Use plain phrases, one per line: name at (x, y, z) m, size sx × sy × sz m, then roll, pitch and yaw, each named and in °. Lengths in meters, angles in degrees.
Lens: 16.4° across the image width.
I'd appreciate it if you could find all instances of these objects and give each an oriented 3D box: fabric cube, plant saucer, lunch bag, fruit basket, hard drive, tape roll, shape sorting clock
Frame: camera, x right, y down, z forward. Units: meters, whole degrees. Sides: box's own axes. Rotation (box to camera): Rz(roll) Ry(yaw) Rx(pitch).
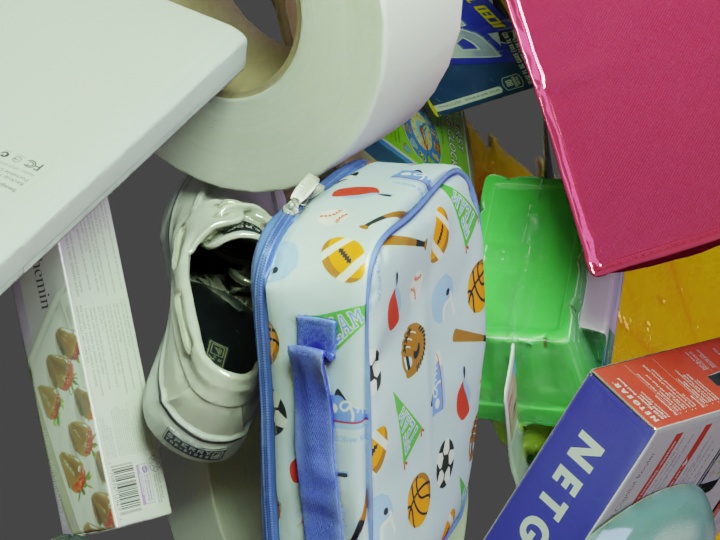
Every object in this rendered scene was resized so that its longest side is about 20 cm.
fabric cube at (0.199, -0.121, 1.274) m, size 0.199 × 0.196 × 0.201 m, roll -9°, pitch 82°, yaw -70°
plant saucer at (0.121, 0.197, 1.321) m, size 0.027 × 0.200 × 0.200 m, roll 43°, pitch 32°, yaw 26°
lunch bag at (0.001, 0.048, 1.161) m, size 0.160 × 0.075 × 0.201 m, roll -42°, pitch 134°, yaw -59°
fruit basket at (0.107, 0.047, 1.375) m, size 0.200 × 0.093 × 0.186 m, roll 68°, pitch 29°, yaw -50°
hard drive at (-0.158, -0.072, 1.119) m, size 0.200 × 0.132 × 0.026 m, roll -48°, pitch 153°, yaw -44°
tape roll at (-0.021, 0.102, 1.287) m, size 0.203 × 0.037 × 0.203 m, roll 17°, pitch 67°, yaw -46°
shape sorting clock at (0.007, -0.106, 1.350) m, size 0.200 × 0.039 × 0.200 m, roll 41°, pitch 37°, yaw -40°
tape roll at (-0.051, -0.143, 1.194) m, size 0.071 × 0.202 × 0.203 m, roll -33°, pitch 104°, yaw -47°

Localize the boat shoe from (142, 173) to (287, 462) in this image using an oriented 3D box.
boat shoe at (-0.062, 0.000, 1.205) m, size 0.072 × 0.066 × 0.200 m, roll 24°, pitch 40°, yaw -10°

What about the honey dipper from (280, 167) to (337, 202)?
honey dipper at (0.000, 0.000, 1.283) m, size 0.038 × 0.038 × 0.200 m, roll -14°, pitch 68°, yaw -49°

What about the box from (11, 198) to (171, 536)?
box at (-0.134, 0.024, 1.178) m, size 0.041 × 0.039 × 0.201 m, roll -11°, pitch 88°, yaw -51°

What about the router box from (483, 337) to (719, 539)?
router box at (0.140, 0.131, 1.343) m, size 0.049 × 0.200 × 0.179 m, roll 43°, pitch 28°, yaw 25°

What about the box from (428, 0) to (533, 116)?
box at (0.031, -0.179, 1.286) m, size 0.200 × 0.070 × 0.064 m, roll 59°, pitch 27°, yaw -34°

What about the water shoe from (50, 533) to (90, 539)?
water shoe at (-0.093, 0.192, 1.174) m, size 0.200 × 0.071 × 0.079 m, roll 37°, pitch 81°, yaw -38°
